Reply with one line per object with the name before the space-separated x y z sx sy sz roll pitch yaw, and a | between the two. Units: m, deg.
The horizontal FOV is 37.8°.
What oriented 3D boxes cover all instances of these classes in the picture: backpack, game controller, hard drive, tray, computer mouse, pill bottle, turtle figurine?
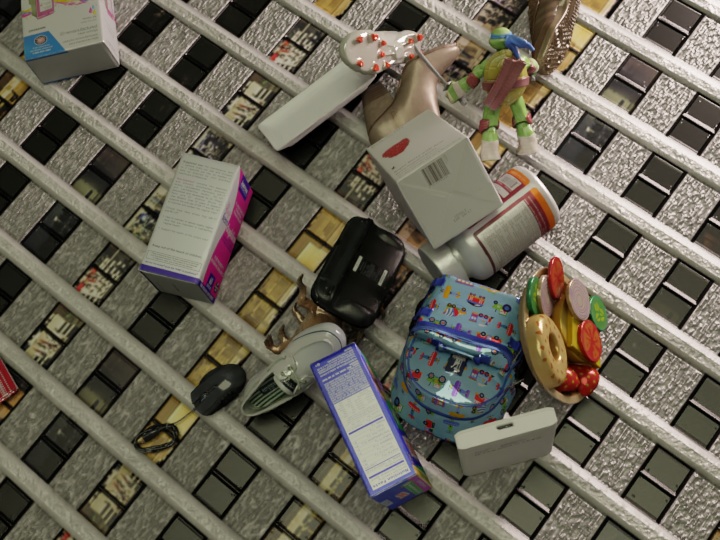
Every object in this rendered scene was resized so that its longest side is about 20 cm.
backpack | 0.138 0.130 1.469 0.181 0.135 0.201 22 54 14
game controller | 0.000 0.000 1.564 0.104 0.042 0.201 35 45 -8
hard drive | 0.196 0.233 1.416 0.131 0.200 0.026 -16 69 2
tray | -0.068 -0.267 1.700 0.199 0.022 0.107 -37 38 -1
computer mouse | -0.257 0.207 1.578 0.199 0.034 0.059 -38 71 -6
pill bottle | 0.189 -0.056 1.567 0.199 0.110 0.110 -37 70 -6
turtle figurine | 0.210 -0.276 1.639 0.199 0.143 0.196 5 107 47

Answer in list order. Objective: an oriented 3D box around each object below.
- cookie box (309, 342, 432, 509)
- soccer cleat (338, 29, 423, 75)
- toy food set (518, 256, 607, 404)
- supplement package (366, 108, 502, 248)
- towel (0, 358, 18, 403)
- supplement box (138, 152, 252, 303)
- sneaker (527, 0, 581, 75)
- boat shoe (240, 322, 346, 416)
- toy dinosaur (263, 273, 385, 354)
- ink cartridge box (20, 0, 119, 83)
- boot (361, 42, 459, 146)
cookie box | 0.017 0.220 1.463 0.075 0.171 0.201 -27 70 1
soccer cleat | 0.022 -0.348 1.668 0.077 0.199 0.070 10 109 37
toy food set | 0.283 0.085 1.469 0.048 0.200 0.200 -16 55 38
supplement package | 0.104 -0.140 1.545 0.121 0.200 0.120 -33 113 0
towel | -0.646 0.194 1.644 0.199 0.023 0.145 -37 68 -7
supplement box | -0.253 -0.065 1.637 0.102 0.101 0.202 13 73 12
sneaker | 0.303 -0.404 1.707 0.075 0.070 0.201 11 69 33
boat shoe | -0.096 0.152 1.510 0.073 0.067 0.200 41 122 -11
toy dinosaur | -0.056 0.097 1.566 0.135 0.086 0.201 28 82 9
ink cartridge box | -0.503 -0.441 1.813 0.143 0.085 0.202 -12 68 4
boot | 0.099 -0.257 1.676 0.199 0.070 0.147 -29 71 3
